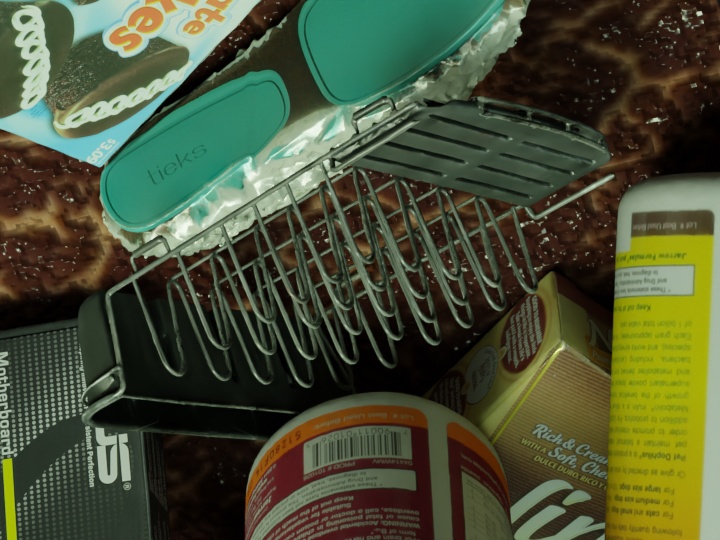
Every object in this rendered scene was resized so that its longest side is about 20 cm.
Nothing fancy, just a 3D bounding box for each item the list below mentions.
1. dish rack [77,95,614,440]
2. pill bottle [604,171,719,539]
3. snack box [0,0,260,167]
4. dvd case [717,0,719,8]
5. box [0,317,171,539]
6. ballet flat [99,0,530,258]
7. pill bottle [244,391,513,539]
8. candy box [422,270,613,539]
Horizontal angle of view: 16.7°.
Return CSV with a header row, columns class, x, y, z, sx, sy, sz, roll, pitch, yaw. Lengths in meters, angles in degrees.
class,x,y,z,sx,sy,sz,roll,pitch,yaw
dish rack,0.000,0.000,0.934,0.199,0.055,0.153,-30,159,30
pill bottle,0.150,0.067,0.946,0.108,0.109,0.202,3,86,-4
snack box,-0.078,-0.128,0.877,0.116,0.037,0.200,21,125,-44
dvd case,0.187,-0.078,0.889,0.017,0.143,0.201,2,133,38
box,-0.155,0.127,0.987,0.159,0.202,0.044,-9,159,7
ballet flat,-0.012,-0.066,0.941,0.199,0.072,0.072,-29,121,20
pill bottle,0.009,0.149,0.931,0.109,0.201,0.110,-1,129,-1
candy box,0.062,0.106,1.060,0.115,0.055,0.200,32,120,-22
